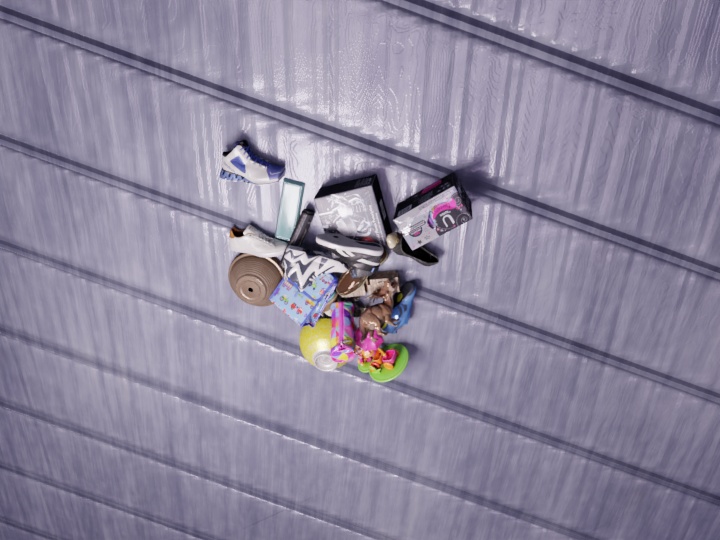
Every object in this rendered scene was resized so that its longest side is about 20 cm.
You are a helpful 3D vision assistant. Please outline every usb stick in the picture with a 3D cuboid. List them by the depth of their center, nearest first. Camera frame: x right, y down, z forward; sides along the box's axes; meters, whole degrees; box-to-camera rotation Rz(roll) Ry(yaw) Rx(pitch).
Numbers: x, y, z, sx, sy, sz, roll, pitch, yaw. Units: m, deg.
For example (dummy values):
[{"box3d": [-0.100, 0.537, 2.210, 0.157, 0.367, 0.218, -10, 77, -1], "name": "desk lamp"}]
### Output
[{"box3d": [-0.196, -0.095, 1.735, 0.032, 0.055, 0.202, 32, 106, 26], "name": "usb stick"}]

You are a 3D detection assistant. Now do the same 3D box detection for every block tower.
[{"box3d": [0.027, 0.043, 1.788, 0.197, 0.054, 0.058, -5, 115, 12], "name": "block tower"}]

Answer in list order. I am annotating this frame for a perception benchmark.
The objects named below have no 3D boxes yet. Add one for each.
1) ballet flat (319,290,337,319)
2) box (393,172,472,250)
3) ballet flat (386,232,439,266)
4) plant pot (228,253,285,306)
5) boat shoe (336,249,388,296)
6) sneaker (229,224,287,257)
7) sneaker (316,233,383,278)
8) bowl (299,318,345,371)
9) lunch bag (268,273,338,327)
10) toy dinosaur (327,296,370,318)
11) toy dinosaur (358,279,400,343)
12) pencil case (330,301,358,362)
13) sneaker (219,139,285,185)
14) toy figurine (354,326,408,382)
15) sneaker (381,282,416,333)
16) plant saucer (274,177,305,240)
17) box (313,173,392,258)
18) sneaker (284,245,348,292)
[{"box3d": [-0.136, 0.131, 1.855, 0.199, 0.068, 0.072, -31, 117, 24], "name": "ballet flat"}, {"box3d": [0.209, -0.167, 1.608, 0.199, 0.132, 0.115, -29, 109, 21], "name": "box"}, {"box3d": [0.156, -0.067, 1.671, 0.199, 0.067, 0.057, 23, 165, -35], "name": "ballet flat"}, {"box3d": [-0.343, 0.041, 1.827, 0.198, 0.093, 0.203, 3, 117, 7], "name": "plant pot"}, {"box3d": [-0.004, -0.005, 1.724, 0.075, 0.075, 0.202, 44, 94, 17], "name": "boat shoe"}, {"box3d": [-0.322, -0.096, 1.763, 0.197, 0.073, 0.086, 6, 122, 8], "name": "sneaker"}, {"box3d": [-0.039, -0.034, 1.633, 0.198, 0.073, 0.113, 13, 118, 1], "name": "sneaker"}, {"box3d": [-0.111, 0.268, 1.870, 0.197, 0.108, 0.202, 1, 128, 1], "name": "bowl"}, {"box3d": [-0.168, 0.055, 1.786, 0.150, 0.094, 0.201, 36, 98, 21], "name": "lunch bag"}, {"box3d": [-0.025, 0.121, 1.842, 0.198, 0.048, 0.089, -6, 122, 16], "name": "toy dinosaur"}, {"box3d": [0.045, 0.133, 1.721, 0.200, 0.086, 0.136, -41, 90, -20], "name": "toy dinosaur"}, {"box3d": [-0.055, 0.188, 1.745, 0.087, 0.201, 0.089, -2, 138, -2], "name": "pencil case"}, {"box3d": [-0.326, -0.320, 1.649, 0.197, 0.081, 0.116, 6, 119, 8], "name": "sneaker"}, {"box3d": [0.031, 0.247, 1.823, 0.198, 0.151, 0.185, -5, 135, 39], "name": "toy figurine"}, {"box3d": [0.136, 0.123, 1.810, 0.078, 0.066, 0.201, 23, 118, -18], "name": "sneaker"}, {"box3d": [-0.221, -0.182, 1.737, 0.069, 0.019, 0.202, 15, 117, 2], "name": "plant saucer"}, {"box3d": [-0.018, -0.158, 1.666, 0.180, 0.104, 0.202, -11, 115, 15], "name": "box"}, {"box3d": [-0.143, 0.010, 1.716, 0.197, 0.080, 0.131, 12, 104, -17], "name": "sneaker"}]
